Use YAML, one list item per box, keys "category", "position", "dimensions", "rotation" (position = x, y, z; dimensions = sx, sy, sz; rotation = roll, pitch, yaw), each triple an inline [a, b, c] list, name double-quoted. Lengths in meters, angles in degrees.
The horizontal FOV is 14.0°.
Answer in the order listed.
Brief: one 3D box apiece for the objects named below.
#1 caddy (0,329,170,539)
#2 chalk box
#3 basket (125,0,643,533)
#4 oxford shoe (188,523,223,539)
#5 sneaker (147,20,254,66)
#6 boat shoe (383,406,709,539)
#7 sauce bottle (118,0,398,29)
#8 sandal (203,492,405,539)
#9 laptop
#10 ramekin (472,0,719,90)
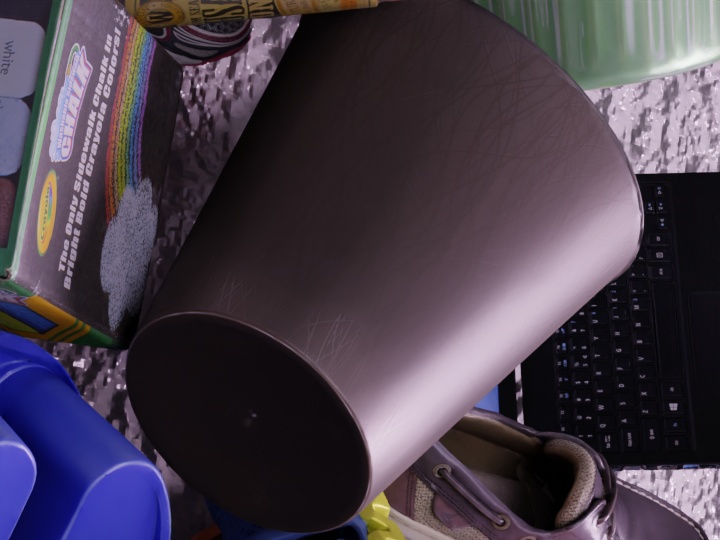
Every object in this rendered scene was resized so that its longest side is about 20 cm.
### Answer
- category: "caddy"
  position: [-0.165, 0.123, 1.148]
  dimensions: [0.141, 0.105, 0.201]
  rotation: [14, 101, -43]
- category: "chalk box"
  position: [-0.158, -0.053, 1.094]
  dimensions: [0.200, 0.123, 0.126]
  rotation: [45, 54, -73]
- category: "basket"
  position: [0.000, 0.000, 1.203]
  dimensions: [0.180, 0.136, 0.200]
  rotation: [42, 49, -4]
- category: "oxford shoe"
  position: [-0.061, 0.161, 1.274]
  dimensions: [0.200, 0.073, 0.072]
  rotation: [-32, 110, -39]
- category: "sneaker"
  position: [-0.097, -0.177, 1.245]
  dimensions: [0.081, 0.074, 0.201]
  rotation: [-43, 118, -35]
- category: "boat shoe"
  position: [0.083, 0.105, 1.296]
  dimensions: [0.199, 0.065, 0.072]
  rotation: [21, 44, -26]
- category: "sauce bottle"
  position: [-0.077, -0.131, 1.203]
  dimensions: [0.199, 0.066, 0.066]
  rotation: [-7, 90, 2]
- category: "sandal"
  position: [-0.027, 0.122, 1.203]
  dimensions: [0.087, 0.200, 0.080]
  rotation: [-4, 116, -24]
- category: "laptop"
  position: [0.099, -0.006, 1.359]
  dimensions: [0.104, 0.199, 0.178]
  rotation: [87, 2, -52]
- category: "ramekin"
  position: [0.089, -0.145, 1.341]
  dimensions: [0.199, 0.199, 0.098]
  rotation: [-20, 110, -41]
